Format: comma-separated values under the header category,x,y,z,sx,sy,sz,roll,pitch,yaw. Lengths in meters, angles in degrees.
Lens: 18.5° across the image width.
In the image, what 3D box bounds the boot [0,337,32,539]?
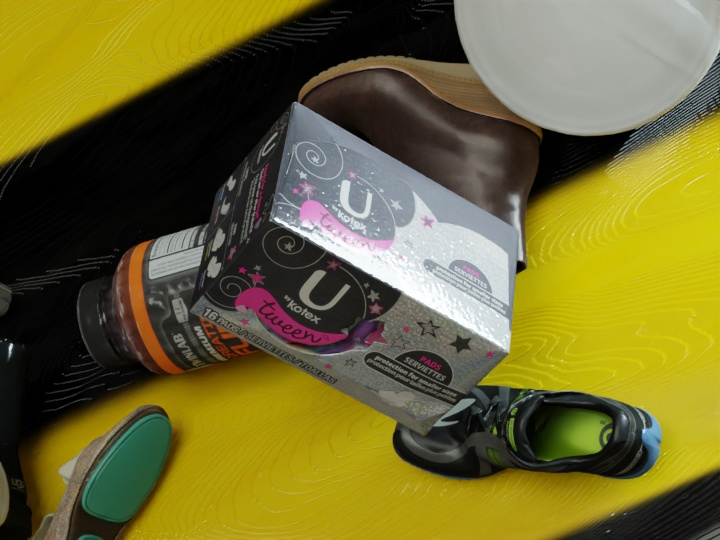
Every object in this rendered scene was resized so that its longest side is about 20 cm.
category,x,y,z,sx,sy,sz,roll,pitch,yaw
boot,-0.344,0.153,1.762,0.199,0.076,0.169,-21,58,24

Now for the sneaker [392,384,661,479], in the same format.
category,x,y,z,sx,sy,sz,roll,pitch,yaw
sneaker,0.113,0.110,1.564,0.198,0.083,0.071,0,73,27

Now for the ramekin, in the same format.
category,x,y,z,sx,sy,sz,roll,pitch,yaw
ramekin,0.174,-0.205,1.604,0.201,0.094,0.204,4,105,16

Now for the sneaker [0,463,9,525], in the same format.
category,x,y,z,sx,sy,sz,roll,pitch,yaw
sneaker,-0.340,0.148,1.679,0.099,0.071,0.200,-43,52,7

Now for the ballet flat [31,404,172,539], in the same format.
category,x,y,z,sx,sy,sz,roll,pitch,yaw
ballet flat,-0.215,0.187,1.699,0.067,0.068,0.201,20,80,45

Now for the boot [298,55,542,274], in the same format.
category,x,y,z,sx,sy,sz,roll,pitch,yaw
boot,0.038,-0.075,1.670,0.198,0.072,0.168,-2,69,20

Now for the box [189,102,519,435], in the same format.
category,x,y,z,sx,sy,sz,roll,pitch,yaw
box,0.000,0.000,1.542,0.115,0.199,0.133,-48,22,38

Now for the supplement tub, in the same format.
category,x,y,z,sx,sy,sz,roll,pitch,yaw
supplement tub,-0.115,0.018,1.688,0.199,0.107,0.108,-16,66,19

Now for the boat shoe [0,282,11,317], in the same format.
category,x,y,z,sx,sy,sz,roll,pitch,yaw
boat shoe,-0.367,-0.018,1.834,0.199,0.074,0.074,21,81,28
